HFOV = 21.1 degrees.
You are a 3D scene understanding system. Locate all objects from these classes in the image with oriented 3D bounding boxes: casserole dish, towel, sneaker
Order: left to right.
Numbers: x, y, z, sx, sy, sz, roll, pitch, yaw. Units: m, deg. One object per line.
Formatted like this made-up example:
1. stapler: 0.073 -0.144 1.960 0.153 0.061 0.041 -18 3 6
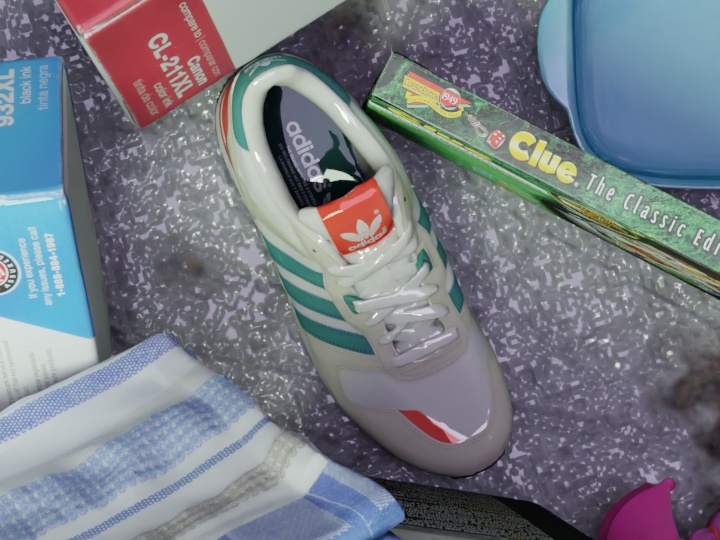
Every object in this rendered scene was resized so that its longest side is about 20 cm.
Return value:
1. towel: -0.087 0.081 0.643 0.147 0.200 0.024 -26 115 -19
2. sneaker: 0.000 -0.001 0.790 0.070 0.093 0.200 -28 91 -3
3. casserole dish: 0.172 -0.092 0.824 0.199 0.039 0.122 -1 83 -4

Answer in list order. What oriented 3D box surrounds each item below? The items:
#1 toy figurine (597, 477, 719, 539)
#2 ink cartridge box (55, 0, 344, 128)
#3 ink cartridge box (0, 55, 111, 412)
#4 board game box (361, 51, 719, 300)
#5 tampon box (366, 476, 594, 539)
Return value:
1. toy figurine: 0.182 0.150 0.794 0.184 0.150 0.200 43 65 7
2. ink cartridge box: -0.046 -0.175 0.769 0.200 0.083 0.146 -32 64 -3
3. ink cartridge box: -0.203 0.005 0.747 0.199 0.145 0.084 -6 47 -4
4. board game box: 0.094 -0.031 0.790 0.200 0.105 0.024 27 91 -3
5. tampon box: 0.013 0.161 0.735 0.126 0.200 0.150 8 88 -3
